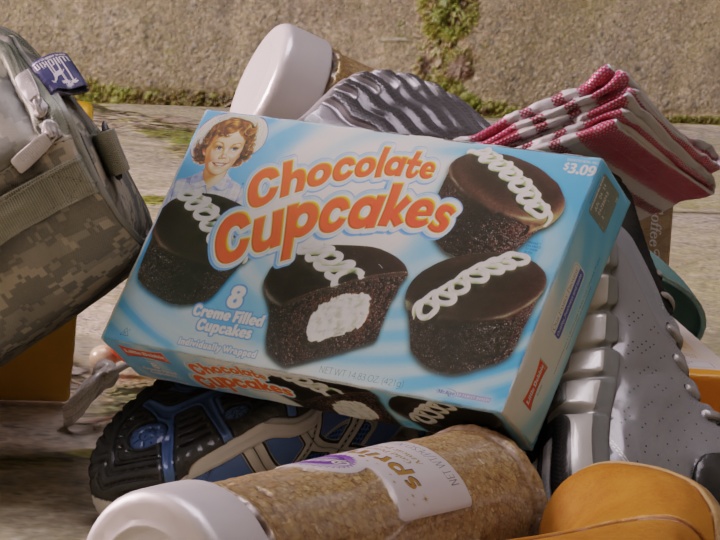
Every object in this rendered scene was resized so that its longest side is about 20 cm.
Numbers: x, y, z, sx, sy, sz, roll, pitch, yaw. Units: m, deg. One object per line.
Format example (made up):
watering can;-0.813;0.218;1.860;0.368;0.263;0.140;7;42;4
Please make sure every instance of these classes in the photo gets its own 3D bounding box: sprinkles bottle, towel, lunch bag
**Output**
sprinkles bottle;-0.012;0.099;0.964;0.068;0.069;0.200;9;9;35
towel;0.052;-0.032;1.213;0.199;0.030;0.146;-19;-18;19
lunch bag;-0.191;-0.011;1.178;0.200;0.140;0.168;-33;13;-1
sprinkles bottle;0.031;-0.059;1.423;0.199;0.068;0.068;24;2;-18

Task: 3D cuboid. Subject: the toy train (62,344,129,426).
toy train;-0.088;0.026;1.391;0.056;0.150;0.200;39;14;-6

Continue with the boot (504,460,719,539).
boot;0.058;0.104;0.909;0.143;0.071;0.201;11;12;-23

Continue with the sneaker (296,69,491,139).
sneaker;-0.011;-0.039;1.318;0.200;0.082;0.075;-20;55;-43

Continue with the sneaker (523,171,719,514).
sneaker;0.123;0.053;1.113;0.115;0.201;0.075;19;-39;-14

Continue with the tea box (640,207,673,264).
tea box;0.074;-0.015;1.591;0.196;0.134;0.200;4;7;-3

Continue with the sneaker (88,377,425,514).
sneaker;-0.033;0.070;1.172;0.200;0.077;0.076;-26;29;-38

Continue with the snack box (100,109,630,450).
snack box;0.000;0.000;1.107;0.199;0.117;0.037;9;-26;33

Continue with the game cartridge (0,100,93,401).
game cartridge;-0.235;-0.012;1.313;0.199;0.177;0.033;3;39;-9

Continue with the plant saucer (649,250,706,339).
plant saucer;0.078;0.014;1.388;0.199;0.036;0.200;1;-23;1

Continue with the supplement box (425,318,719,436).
supplement box;0.095;0.063;1.252;0.125;0.074;0.200;3;8;-4
